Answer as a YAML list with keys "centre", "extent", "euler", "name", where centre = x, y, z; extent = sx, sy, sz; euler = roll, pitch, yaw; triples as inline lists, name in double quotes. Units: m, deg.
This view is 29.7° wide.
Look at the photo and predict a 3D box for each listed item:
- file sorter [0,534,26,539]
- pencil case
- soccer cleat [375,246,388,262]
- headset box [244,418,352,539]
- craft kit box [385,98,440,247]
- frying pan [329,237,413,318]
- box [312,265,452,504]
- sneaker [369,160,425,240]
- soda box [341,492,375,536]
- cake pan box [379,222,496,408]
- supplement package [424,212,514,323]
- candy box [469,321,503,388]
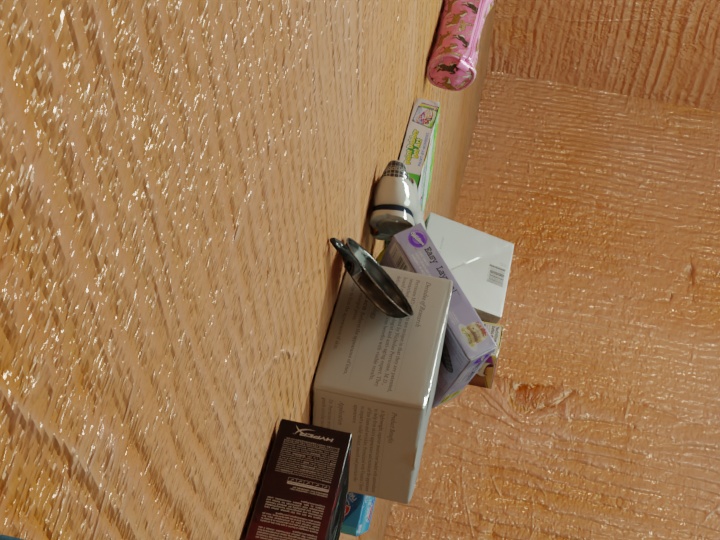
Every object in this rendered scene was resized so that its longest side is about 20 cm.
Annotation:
- centre: [-0.124, 0.192, 0.392]
  extent: [0.139, 0.121, 0.202]
  euler: [-51, 152, -76]
  name: "file sorter"
- centre: [0.163, -0.383, 2.220]
  extent: [0.087, 0.082, 0.201]
  euler: [94, 10, -53]
  name: "pencil case"
- centre: [0.042, 0.010, 1.955]
  extent: [0.201, 0.064, 0.084]
  euler: [88, -5, -59]
  name: "soccer cleat"
- centre: [-0.066, 0.268, 1.280]
  extent: [0.150, 0.076, 0.201]
  euler: [95, 7, -48]
  name: "headset box"
- centre: [0.079, -0.124, 2.086]
  extent: [0.201, 0.048, 0.199]
  euler: [94, 12, -50]
  name: "craft kit box"
- centre: [0.011, 0.013, 1.495]
  extent: [0.031, 0.115, 0.190]
  euler: [-41, 176, 9]
  name: "frying pan"
- centre: [0.024, 0.133, 1.620]
  extent: [0.200, 0.129, 0.201]
  euler: [95, 9, -49]
  name: "box"
- centre: [0.054, -0.084, 1.811]
  extent: [0.200, 0.076, 0.081]
  euler: [78, 15, -78]
  name: "sneaker"
- centre: [-0.021, 0.313, 1.813]
  extent: [0.200, 0.067, 0.065]
  euler: [66, 36, -80]
  name: "soda box"
- centre: [0.084, 0.060, 1.769]
  extent: [0.201, 0.052, 0.185]
  euler: [58, -25, 17]
  name: "cake pan box"
- centre: [0.134, 0.044, 2.182]
  extent: [0.200, 0.149, 0.153]
  euler: [118, -10, -52]
  name: "supplement package"
- centre: [0.100, 0.107, 1.948]
  extent: [0.117, 0.198, 0.057]
  euler: [90, 13, -62]
  name: "candy box"
